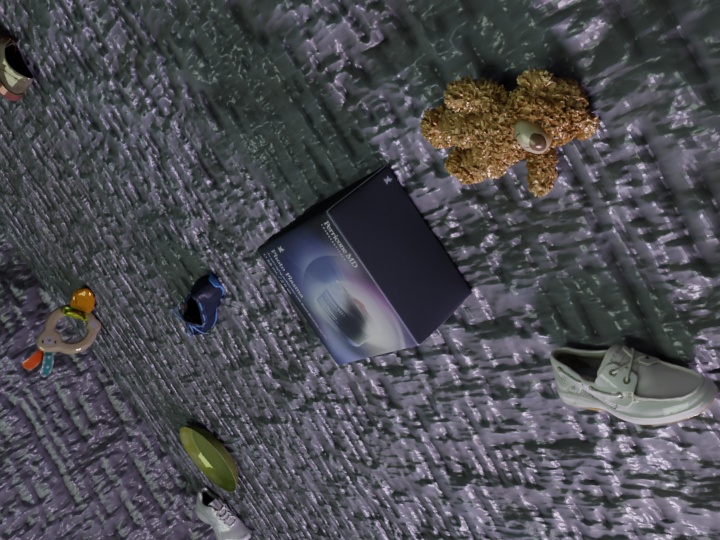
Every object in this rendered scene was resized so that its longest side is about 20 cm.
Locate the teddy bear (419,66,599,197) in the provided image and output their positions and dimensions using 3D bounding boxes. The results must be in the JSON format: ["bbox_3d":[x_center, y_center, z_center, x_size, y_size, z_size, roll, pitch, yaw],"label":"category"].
[{"bbox_3d":[0.137,-0.134,0.871,0.200,0.067,0.145,12,134,45],"label":"teddy bear"}]

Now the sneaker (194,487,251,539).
[{"bbox_3d":[-0.365,0.645,2.270,0.200,0.074,0.087,29,137,29],"label":"sneaker"}]

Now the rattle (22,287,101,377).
[{"bbox_3d":[-0.710,0.150,2.066,0.130,0.200,0.143,55,147,-9],"label":"rattle"}]

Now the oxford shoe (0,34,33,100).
[{"bbox_3d":[-0.658,-0.412,1.580,0.075,0.070,0.200,-29,99,30],"label":"oxford shoe"}]

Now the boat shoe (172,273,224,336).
[{"bbox_3d":[-0.311,0.068,1.619,0.084,0.069,0.200,42,147,13],"label":"boat shoe"}]

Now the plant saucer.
[{"bbox_3d":[-0.358,0.446,2.096,0.200,0.031,0.200,32,144,27],"label":"plant saucer"}]

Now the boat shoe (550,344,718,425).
[{"bbox_3d":[0.283,0.115,0.941,0.200,0.071,0.069,-3,122,53],"label":"boat shoe"}]

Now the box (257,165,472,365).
[{"bbox_3d":[0.000,0.000,1.124,0.200,0.123,0.198,55,146,-8],"label":"box"}]
